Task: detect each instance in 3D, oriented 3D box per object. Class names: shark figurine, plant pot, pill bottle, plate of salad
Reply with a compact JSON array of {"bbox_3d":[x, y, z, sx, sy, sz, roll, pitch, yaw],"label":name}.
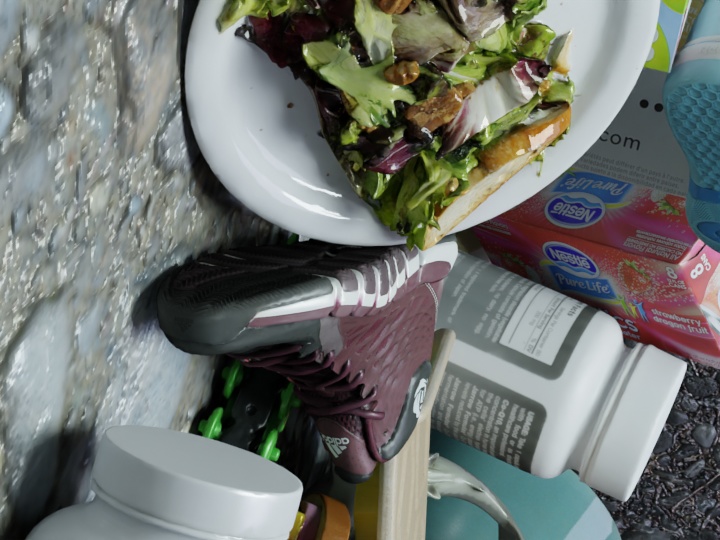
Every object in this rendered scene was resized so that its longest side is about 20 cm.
[{"bbox_3d":[0.021,0.153,1.005,0.089,0.213,0.129,-20,-110,54],"label":"shark figurine"},{"bbox_3d":[0.081,0.241,1.181,0.161,0.200,0.201,-50,156,-32],"label":"plant pot"},{"bbox_3d":[0.098,0.063,0.963,0.114,0.199,0.114,-57,163,-29],"label":"pill bottle"},{"bbox_3d":[-0.085,0.165,0.555,0.112,0.112,0.201,1,105,-76],"label":"pill bottle"},{"bbox_3d":[0.030,-0.081,0.592,0.048,0.199,0.201,-112,-161,-45],"label":"plate of salad"}]

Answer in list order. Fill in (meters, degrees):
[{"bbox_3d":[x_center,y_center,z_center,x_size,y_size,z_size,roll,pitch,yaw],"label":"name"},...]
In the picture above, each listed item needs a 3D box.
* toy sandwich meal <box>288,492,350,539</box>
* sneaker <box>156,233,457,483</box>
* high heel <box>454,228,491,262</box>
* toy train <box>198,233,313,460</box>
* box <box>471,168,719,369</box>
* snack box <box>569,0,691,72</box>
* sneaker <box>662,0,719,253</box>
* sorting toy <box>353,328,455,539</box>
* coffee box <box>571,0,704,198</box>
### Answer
[{"bbox_3d":[-0.065,0.200,0.745,0.206,0.070,0.205,-59,-174,10],"label":"toy sandwich meal"},{"bbox_3d":[-0.015,0.046,0.672,0.200,0.075,0.116,-14,109,-56],"label":"sneaker"},{"bbox_3d":[0.072,-0.039,1.120,0.143,0.071,0.201,-114,-164,-67],"label":"high heel"},{"bbox_3d":[-0.052,0.071,0.737,0.056,0.041,0.201,103,9,-68],"label":"toy train"},{"bbox_3d":[0.173,-0.023,0.977,0.096,0.199,0.100,-47,127,-19],"label":"box"},{"bbox_3d":[0.071,-0.197,0.612,0.068,0.168,0.201,-65,166,-49],"label":"snack box"},{"bbox_3d":[0.206,-0.088,0.723,0.131,0.079,0.200,-67,155,-18],"label":"sneaker"},{"bbox_3d":[0.018,0.146,0.847,0.185,0.036,0.201,-54,151,-76],"label":"sorting toy"},{"bbox_3d":[0.142,-0.178,0.862,0.200,0.198,0.199,-40,144,-65],"label":"coffee box"}]
